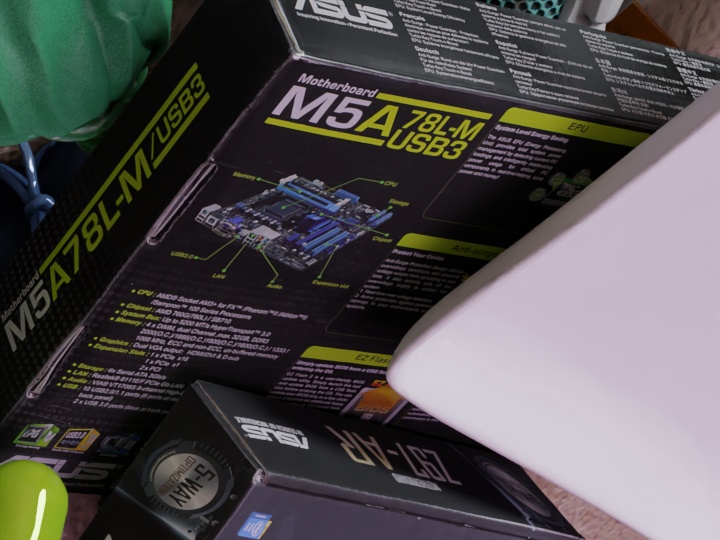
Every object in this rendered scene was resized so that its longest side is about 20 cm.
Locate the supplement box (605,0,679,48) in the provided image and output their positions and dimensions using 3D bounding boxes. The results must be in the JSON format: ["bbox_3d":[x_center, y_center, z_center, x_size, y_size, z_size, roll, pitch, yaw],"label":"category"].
[{"bbox_3d":[0.107,-0.006,0.970,0.126,0.074,0.200,-41,140,5],"label":"supplement box"}]

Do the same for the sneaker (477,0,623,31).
[{"bbox_3d":[0.042,-0.111,0.750,0.091,0.078,0.200,18,130,-18],"label":"sneaker"}]

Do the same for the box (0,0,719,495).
[{"bbox_3d":[0.000,0.000,0.751,0.199,0.048,0.193,7,134,-39],"label":"box"}]

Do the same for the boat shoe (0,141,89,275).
[{"bbox_3d":[-0.088,-0.023,0.804,0.200,0.084,0.069,-31,163,-30],"label":"boat shoe"}]

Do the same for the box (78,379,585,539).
[{"bbox_3d":[-0.043,0.135,0.789,0.160,0.044,0.200,18,114,-48],"label":"box"}]

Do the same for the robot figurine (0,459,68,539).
[{"bbox_3d":[-0.173,0.070,0.691,0.175,0.116,0.201,16,119,-11],"label":"robot figurine"}]

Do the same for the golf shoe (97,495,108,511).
[{"bbox_3d":[-0.046,0.087,0.930,0.078,0.095,0.200,-21,141,-22],"label":"golf shoe"}]

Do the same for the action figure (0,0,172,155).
[{"bbox_3d":[-0.096,-0.096,0.645,0.118,0.055,0.200,-32,138,-10],"label":"action figure"}]

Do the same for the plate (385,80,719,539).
[{"bbox_3d":[0.133,0.000,0.749,0.199,0.032,0.200,-40,136,18],"label":"plate"}]

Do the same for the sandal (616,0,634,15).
[{"bbox_3d":[0.151,-0.127,0.830,0.200,0.055,0.082,-32,180,-22],"label":"sandal"}]
